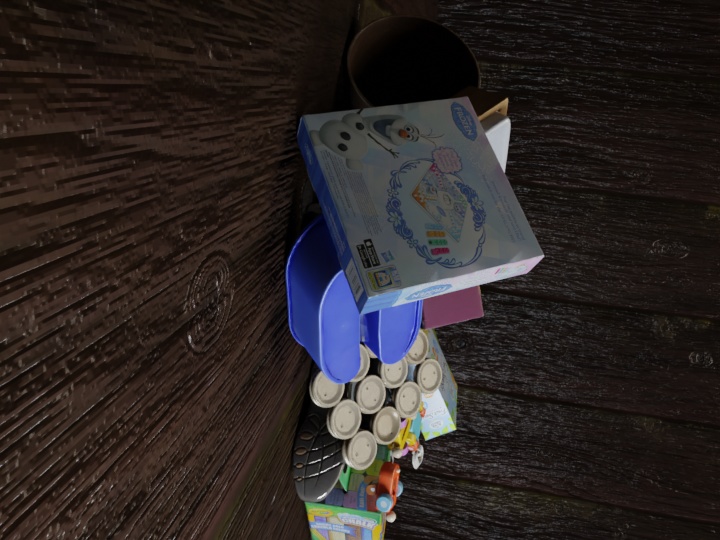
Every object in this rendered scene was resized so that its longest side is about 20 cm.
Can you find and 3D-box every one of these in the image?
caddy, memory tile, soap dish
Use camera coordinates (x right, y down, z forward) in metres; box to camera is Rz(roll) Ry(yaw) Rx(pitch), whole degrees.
[{"bbox_3d":[-0.010,0.023,0.712,0.105,0.139,0.203,50,-32,45],"label":"caddy"},{"bbox_3d":[0.026,0.148,0.860,0.199,0.017,0.155,-40,112,-32],"label":"memory tile"},{"bbox_3d":[0.109,-0.128,0.828,0.082,0.156,0.201,53,-8,24],"label":"soap dish"}]

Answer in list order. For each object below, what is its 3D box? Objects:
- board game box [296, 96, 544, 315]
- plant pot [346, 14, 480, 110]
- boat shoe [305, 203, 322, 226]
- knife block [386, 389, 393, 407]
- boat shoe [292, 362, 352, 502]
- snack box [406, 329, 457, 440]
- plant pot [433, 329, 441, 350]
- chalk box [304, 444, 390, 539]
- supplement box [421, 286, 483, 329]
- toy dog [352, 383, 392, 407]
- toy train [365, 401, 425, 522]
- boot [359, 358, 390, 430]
[{"bbox_3d":[0.057,-0.074,0.647,0.044,0.195,0.204,120,-46,-59],"label":"board game box"},{"bbox_3d":[0.057,-0.226,0.944,0.201,0.183,0.191,110,-8,-63],"label":"plant pot"},{"bbox_3d":[-0.007,-0.061,0.828,0.200,0.090,0.076,-61,157,-70],"label":"boat shoe"},{"bbox_3d":[0.057,0.186,1.251,0.064,0.175,0.202,-40,-161,32],"label":"knife block"},{"bbox_3d":[-0.045,0.217,0.885,0.072,0.074,0.204,89,13,-59],"label":"boat shoe"},{"bbox_3d":[0.110,0.170,1.165,0.169,0.066,0.203,-63,130,-71],"label":"snack box"},{"bbox_3d":[0.088,0.124,1.522,0.189,0.182,0.203,87,-2,-53],"label":"plant pot"},{"bbox_3d":[-0.015,0.346,1.033,0.203,0.121,0.126,89,11,-47],"label":"chalk box"},{"bbox_3d":[0.102,0.009,1.019,0.200,0.101,0.134,-169,-110,-76],"label":"supplement box"},{"bbox_3d":[0.012,0.213,1.097,0.097,0.128,0.204,-77,172,-62],"label":"toy dog"},{"bbox_3d":[0.051,0.275,0.985,0.200,0.054,0.154,-19,114,-71],"label":"toy train"},{"bbox_3d":[0.017,0.122,0.915,0.166,0.064,0.204,70,31,-58],"label":"boot"}]
